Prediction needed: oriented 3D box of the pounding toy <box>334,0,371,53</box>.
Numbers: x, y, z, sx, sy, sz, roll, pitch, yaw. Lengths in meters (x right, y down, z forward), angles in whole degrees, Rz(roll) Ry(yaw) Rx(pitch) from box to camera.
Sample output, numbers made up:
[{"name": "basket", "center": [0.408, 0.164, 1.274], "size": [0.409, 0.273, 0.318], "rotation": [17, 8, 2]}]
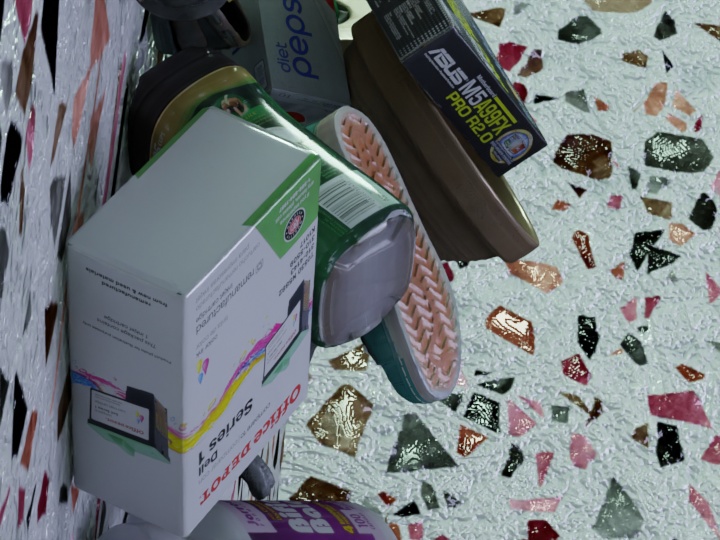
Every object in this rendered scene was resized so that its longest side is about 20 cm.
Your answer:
[{"name": "pounding toy", "center": [-0.052, -0.128, 1.989], "size": [0.142, 0.184, 0.200], "rotation": [-111, -158, -59]}]

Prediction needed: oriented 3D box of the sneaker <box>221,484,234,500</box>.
[{"name": "sneaker", "center": [-0.126, 0.092, 1.907], "size": [0.200, 0.073, 0.112], "rotation": [-116, -152, -78]}]

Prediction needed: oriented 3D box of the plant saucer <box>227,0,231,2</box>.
[{"name": "plant saucer", "center": [-0.075, -0.277, 1.678], "size": [0.200, 0.048, 0.200], "rotation": [-76, 153, -77]}]

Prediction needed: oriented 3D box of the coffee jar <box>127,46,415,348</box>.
[{"name": "coffee jar", "center": [-0.060, -0.049, 1.683], "size": [0.085, 0.200, 0.104], "rotation": [-33, 147, -27]}]

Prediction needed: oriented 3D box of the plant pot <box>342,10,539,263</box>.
[{"name": "plant pot", "center": [0.033, -0.075, 1.880], "size": [0.201, 0.093, 0.201], "rotation": [54, 8, -11]}]

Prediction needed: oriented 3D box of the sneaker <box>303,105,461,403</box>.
[{"name": "sneaker", "center": [0.000, 0.000, 1.746], "size": [0.071, 0.080, 0.200], "rotation": [0, 66, -54]}]

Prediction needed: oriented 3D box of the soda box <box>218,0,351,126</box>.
[{"name": "soda box", "center": [-0.063, -0.188, 1.859], "size": [0.063, 0.068, 0.200], "rotation": [-39, -129, 45]}]

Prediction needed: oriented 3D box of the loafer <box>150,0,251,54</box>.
[{"name": "loafer", "center": [-0.102, -0.196, 1.723], "size": [0.200, 0.063, 0.072], "rotation": [91, 7, -70]}]

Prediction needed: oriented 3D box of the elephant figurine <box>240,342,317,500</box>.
[{"name": "elephant figurine", "center": [-0.097, 0.028, 1.821], "size": [0.155, 0.141, 0.200], "rotation": [-56, -161, 7]}]

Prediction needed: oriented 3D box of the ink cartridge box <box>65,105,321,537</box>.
[{"name": "ink cartridge box", "center": [-0.096, 0.031, 1.569], "size": [0.145, 0.084, 0.200], "rotation": [-48, 154, -40]}]

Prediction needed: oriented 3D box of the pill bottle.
[{"name": "pill bottle", "center": [-0.074, 0.201, 1.732], "size": [0.200, 0.112, 0.112], "rotation": [5, 91, -45]}]

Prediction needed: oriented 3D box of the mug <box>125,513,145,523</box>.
[{"name": "mug", "center": [-0.082, 0.243, 1.909], "size": [0.200, 0.175, 0.148], "rotation": [-59, 154, -85]}]

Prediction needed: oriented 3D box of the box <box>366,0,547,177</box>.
[{"name": "box", "center": [0.042, -0.178, 1.851], "size": [0.160, 0.044, 0.200], "rotation": [47, 12, -50]}]

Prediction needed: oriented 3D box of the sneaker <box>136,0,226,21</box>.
[{"name": "sneaker", "center": [-0.108, -0.244, 1.484], "size": [0.116, 0.076, 0.200], "rotation": [78, 6, -67]}]
